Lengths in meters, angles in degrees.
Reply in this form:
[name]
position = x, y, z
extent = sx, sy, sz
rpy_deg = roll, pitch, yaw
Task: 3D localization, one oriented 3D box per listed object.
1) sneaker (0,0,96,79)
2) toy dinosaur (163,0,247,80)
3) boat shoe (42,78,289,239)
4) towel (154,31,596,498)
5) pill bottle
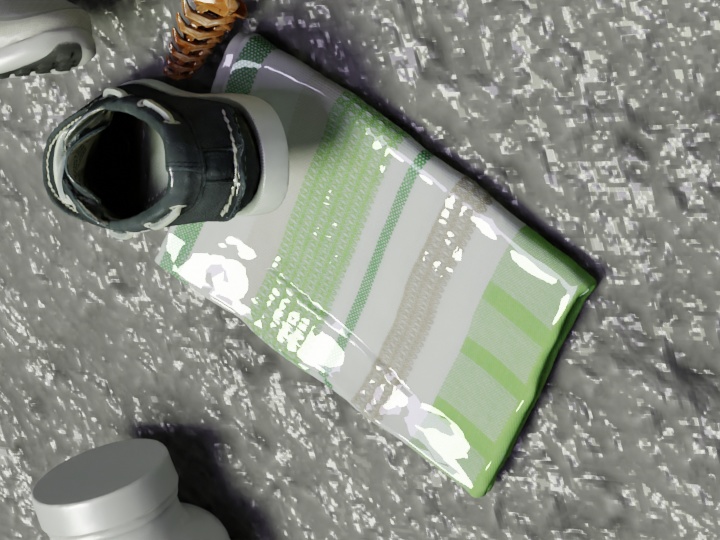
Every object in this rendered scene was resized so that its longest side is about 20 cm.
[sneaker]
position = -0.193, -0.136, 1.136
extent = 0.200, 0.075, 0.081
rpy_deg = 21, 113, 47
[toy dinosaur]
position = -0.082, -0.162, 1.032
extent = 0.136, 0.102, 0.200
rpy_deg = 18, 116, 13
[boat shoe]
position = -0.107, -0.052, 1.102
extent = 0.200, 0.060, 0.076
rpy_deg = -7, 90, 58
[towel]
position = 0.000, 0.000, 1.098
extent = 0.200, 0.031, 0.149
rpy_deg = 37, 134, 18
[pill bottle]
position = -0.104, 0.192, 1.246
extent = 0.104, 0.104, 0.200
rpy_deg = -2, 113, 41
